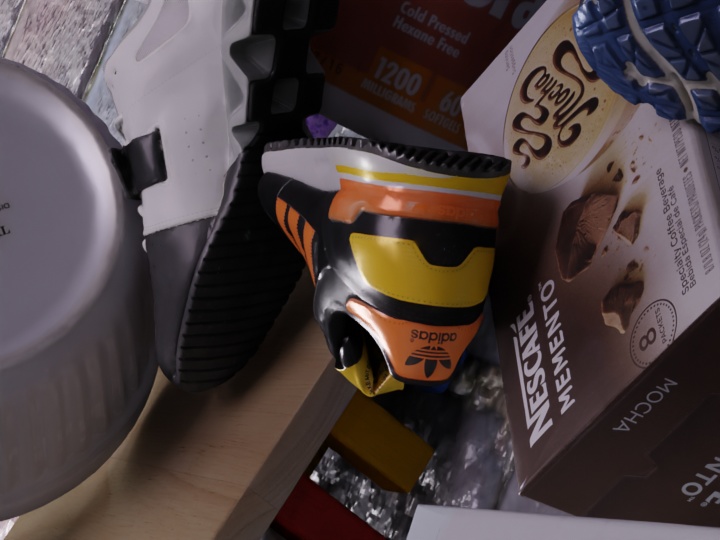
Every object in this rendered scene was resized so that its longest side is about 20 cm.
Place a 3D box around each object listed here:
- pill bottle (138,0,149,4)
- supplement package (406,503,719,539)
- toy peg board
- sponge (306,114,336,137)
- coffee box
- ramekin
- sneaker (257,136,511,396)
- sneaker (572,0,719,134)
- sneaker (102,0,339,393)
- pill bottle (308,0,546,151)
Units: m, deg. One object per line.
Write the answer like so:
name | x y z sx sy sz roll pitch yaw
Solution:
pill bottle | -0.047 -0.183 1.111 0.112 0.112 0.200 -56 -10 22
supplement package | 0.102 0.156 0.615 0.200 0.151 0.152 -5 65 62
toy peg board | -0.038 0.084 1.043 0.199 0.098 0.200 -56 23 -16
sponge | -0.043 -0.076 1.151 0.200 0.030 0.112 -54 21 -24
coffee box | 0.106 -0.016 0.833 0.113 0.080 0.200 -47 32 35
ramekin | -0.180 0.000 1.021 0.105 0.200 0.200 104 175 -61
sneaker | 0.000 0.000 0.887 0.200 0.070 0.090 -179 96 -77
sneaker | 0.164 -0.105 0.759 0.200 0.077 0.085 -16 32 16
sneaker | -0.066 -0.053 0.986 0.088 0.074 0.200 15 99 31
pill bottle | 0.043 -0.150 1.029 0.200 0.112 0.112 -64 26 6
